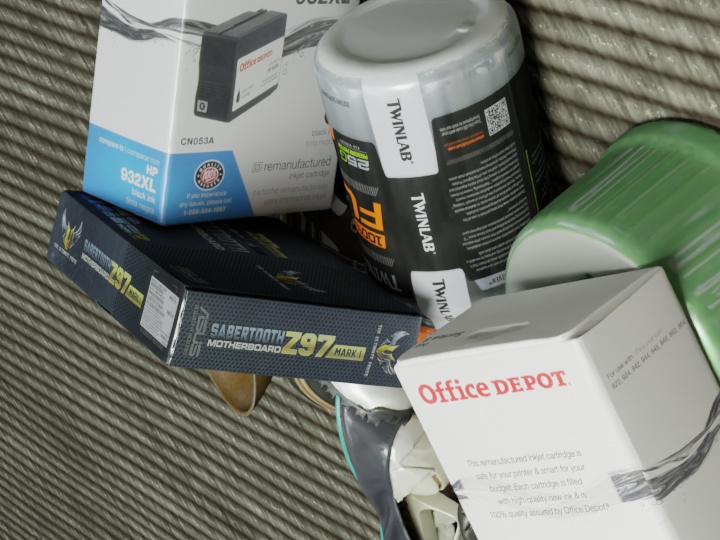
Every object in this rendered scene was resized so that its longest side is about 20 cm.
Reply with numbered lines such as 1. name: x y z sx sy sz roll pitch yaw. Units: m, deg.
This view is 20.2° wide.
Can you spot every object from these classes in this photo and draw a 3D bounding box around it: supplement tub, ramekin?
1. supplement tub: 0.051 -0.058 1.203 0.122 0.122 0.201 24 138 47
2. ramekin: 0.172 0.027 1.119 0.200 0.098 0.200 40 148 31

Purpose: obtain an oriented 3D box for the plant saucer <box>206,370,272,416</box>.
1. plant saucer: -0.102 0.008 1.502 0.200 0.035 0.201 161 90 -73

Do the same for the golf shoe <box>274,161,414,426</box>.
1. golf shoe: 0.000 0.000 1.297 0.094 0.078 0.201 -42 61 44

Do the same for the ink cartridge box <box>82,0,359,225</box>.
1. ink cartridge box: -0.080 -0.138 1.232 0.084 0.145 0.201 23 112 43

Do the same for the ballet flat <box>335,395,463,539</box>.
1. ballet flat: 0.038 0.146 1.363 0.073 0.073 0.201 28 143 44

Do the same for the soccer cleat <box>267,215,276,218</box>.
1. soccer cleat: -0.073 -0.030 1.376 0.067 0.076 0.201 -26 53 47

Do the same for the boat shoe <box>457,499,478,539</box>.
1. boat shoe: 0.136 0.197 1.326 0.200 0.076 0.074 52 -173 -16

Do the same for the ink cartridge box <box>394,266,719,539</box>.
1. ink cartridge box: 0.126 0.109 1.061 0.145 0.084 0.201 -12 108 51

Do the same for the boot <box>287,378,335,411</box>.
1. boot: 0.017 0.054 1.444 0.138 0.078 0.200 21 151 26

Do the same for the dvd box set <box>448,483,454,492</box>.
1. dvd box set: 0.106 0.088 1.317 0.200 0.029 0.147 -2 125 48

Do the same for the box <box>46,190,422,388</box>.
1. box: -0.079 0.009 1.204 0.200 0.157 0.051 35 113 56

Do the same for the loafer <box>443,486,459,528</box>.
1. loafer: 0.061 0.165 1.461 0.063 0.072 0.200 35 169 -32
